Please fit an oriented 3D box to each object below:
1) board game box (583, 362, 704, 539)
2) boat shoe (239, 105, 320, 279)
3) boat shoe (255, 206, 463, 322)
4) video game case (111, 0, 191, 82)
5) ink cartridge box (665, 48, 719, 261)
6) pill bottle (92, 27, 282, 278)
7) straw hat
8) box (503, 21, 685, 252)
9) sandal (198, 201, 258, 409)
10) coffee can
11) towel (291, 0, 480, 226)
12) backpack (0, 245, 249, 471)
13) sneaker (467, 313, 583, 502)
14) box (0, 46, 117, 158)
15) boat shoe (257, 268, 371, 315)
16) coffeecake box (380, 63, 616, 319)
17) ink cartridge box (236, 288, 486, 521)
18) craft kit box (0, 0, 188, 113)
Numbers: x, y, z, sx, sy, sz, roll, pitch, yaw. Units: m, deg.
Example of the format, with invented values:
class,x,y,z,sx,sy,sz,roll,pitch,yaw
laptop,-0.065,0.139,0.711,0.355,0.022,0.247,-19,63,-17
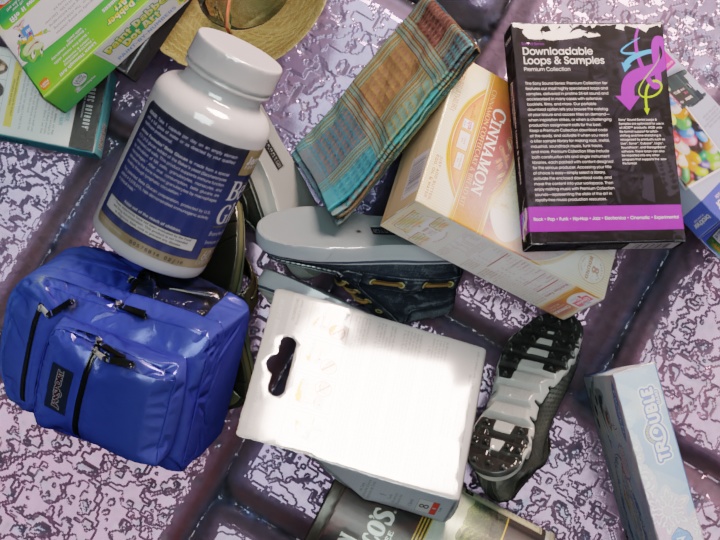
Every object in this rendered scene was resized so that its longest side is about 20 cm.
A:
class,x,y,z,sx,sy,sz,roll,pitch,yaw
board game box,0.252,0.183,1.646,0.043,0.199,0.202,-15,87,0
boat shoe,-0.097,-0.080,1.740,0.063,0.071,0.201,-23,95,31
boat shoe,0.000,0.000,1.700,0.198,0.071,0.091,3,124,-11
video game case,-0.218,-0.299,1.735,0.180,0.025,0.201,32,87,27
ink cartridge box,0.299,-0.112,1.714,0.200,0.042,0.119,49,47,1
pill bottle,-0.146,-0.104,1.638,0.110,0.111,0.201,28,107,2
straw hat,-0.099,-0.254,1.734,0.199,0.085,0.203,-7,70,20
box,0.203,-0.118,1.637,0.142,0.036,0.202,-1,78,-12
sandal,-0.128,0.026,1.734,0.079,0.057,0.203,4,105,31
coffee can,0.053,0.253,1.670,0.199,0.146,0.147,27,87,2
towel,0.019,-0.149,1.689,0.022,0.147,0.200,33,103,-30
backpack,-0.222,0.070,1.660,0.199,0.168,0.164,22,111,14
sneaker,0.151,0.127,1.710,0.066,0.091,0.201,15,54,20
box,-0.333,-0.164,1.750,0.198,0.049,0.083,11,86,1
boat shoe,-0.016,0.075,1.725,0.201,0.075,0.087,28,89,-7
coffeecake box,0.136,-0.072,1.673,0.199,0.073,0.155,26,63,-18
ink cartridge box,0.001,0.117,1.632,0.198,0.050,0.163,15,54,-2
craft kit box,-0.253,-0.280,1.706,0.200,0.048,0.198,-41,60,6
